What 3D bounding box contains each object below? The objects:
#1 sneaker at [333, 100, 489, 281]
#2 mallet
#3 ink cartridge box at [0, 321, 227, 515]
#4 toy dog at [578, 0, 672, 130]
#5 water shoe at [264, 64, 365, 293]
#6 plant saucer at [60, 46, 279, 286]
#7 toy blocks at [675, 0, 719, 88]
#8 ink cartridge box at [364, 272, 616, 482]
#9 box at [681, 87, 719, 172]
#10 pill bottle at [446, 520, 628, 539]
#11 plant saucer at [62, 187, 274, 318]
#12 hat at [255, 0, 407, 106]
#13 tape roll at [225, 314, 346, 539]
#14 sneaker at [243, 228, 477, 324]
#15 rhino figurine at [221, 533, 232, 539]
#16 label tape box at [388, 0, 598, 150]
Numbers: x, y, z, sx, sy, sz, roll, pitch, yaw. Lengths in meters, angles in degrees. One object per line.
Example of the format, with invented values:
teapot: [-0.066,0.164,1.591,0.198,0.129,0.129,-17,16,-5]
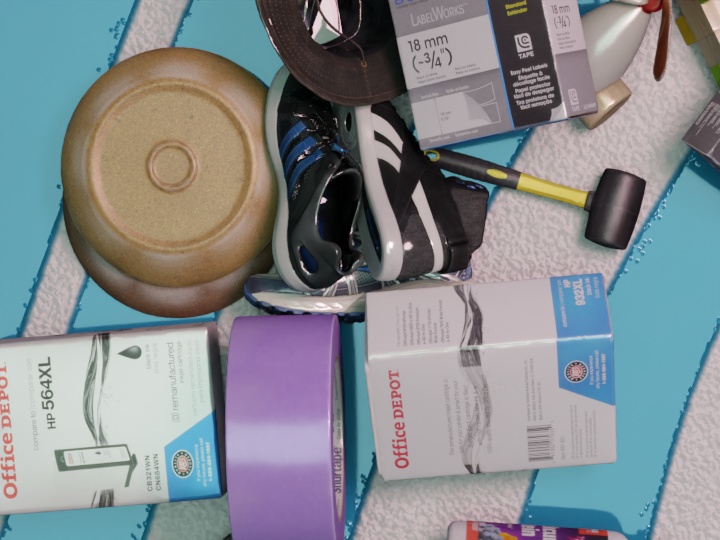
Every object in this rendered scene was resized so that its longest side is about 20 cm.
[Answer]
sneaker: [0.046,-0.080,1.737,0.111,0.073,0.201,-1,60,-19]
mallet: [0.139,-0.064,1.762,0.198,0.041,0.066,9,89,7]
ink cartridge box: [-0.216,0.125,1.760,0.198,0.084,0.147,-6,92,2]
toy dog: [0.197,-0.192,1.686,0.131,0.096,0.201,33,133,18]
water shoe: [-0.028,-0.082,1.709,0.079,0.071,0.202,-17,69,40]
plant saucer: [-0.155,-0.086,1.738,0.198,0.035,0.202,0,92,2]
toy blocks: [0.321,-0.268,1.725,0.136,0.100,0.201,-27,91,-8]
ink cartridge box: [0.106,0.088,1.711,0.198,0.084,0.146,-5,131,3]
box: [0.381,-0.138,1.705,0.157,0.050,0.201,36,93,-28]
pill bottle: [0.168,0.269,1.732,0.198,0.111,0.113,4,92,2]
plant saucer: [-0.159,-0.059,1.775,0.198,0.037,0.202,0,92,2]
hat: [-0.026,-0.220,1.724,0.199,0.081,0.203,9,76,-37]
tape roll: [-0.058,0.136,1.694,0.084,0.200,0.202,-1,92,4]
sneaker: [0.000,0.000,1.759,0.198,0.077,0.086,-2,82,-4]
rhino figurine: [-0.135,0.284,1.772,0.199,0.060,0.088,-29,69,4]
label tape box: [0.098,-0.209,1.669,0.143,0.063,0.202,-10,94,36]
